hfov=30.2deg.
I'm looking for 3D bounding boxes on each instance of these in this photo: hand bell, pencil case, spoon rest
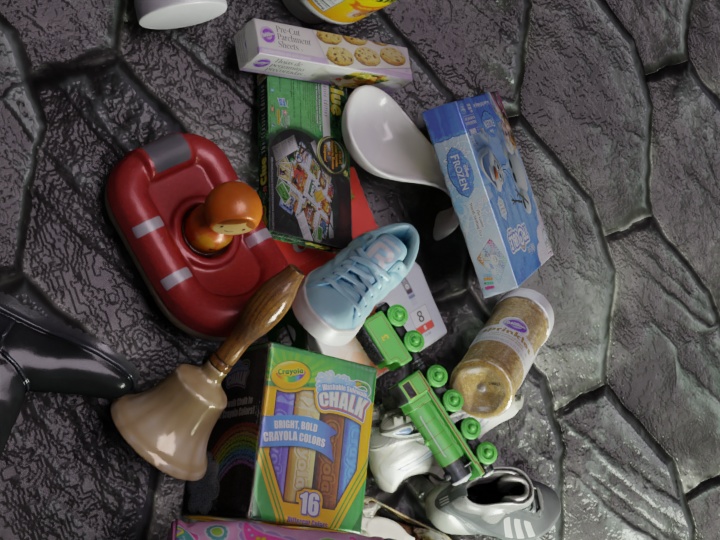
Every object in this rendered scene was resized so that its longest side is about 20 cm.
[{"bbox_3d":[-0.115,0.075,1.155,0.104,0.104,0.200,35,104,-27],"label":"hand bell"},{"bbox_3d":[-0.069,0.259,1.128,0.199,0.087,0.088,8,75,-7],"label":"pencil case"},{"bbox_3d":[0.050,-0.112,1.388,0.200,0.060,0.100,45,44,-34],"label":"spoon rest"}]

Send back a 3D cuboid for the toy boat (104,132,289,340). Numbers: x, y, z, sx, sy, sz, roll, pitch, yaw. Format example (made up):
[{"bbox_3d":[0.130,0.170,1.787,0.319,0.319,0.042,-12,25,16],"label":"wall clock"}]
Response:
[{"bbox_3d":[-0.132,-0.039,1.201,0.130,0.131,0.201,-30,90,-37],"label":"toy boat"}]

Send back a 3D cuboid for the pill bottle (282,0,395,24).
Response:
[{"bbox_3d":[0.002,-0.313,1.324,0.109,0.200,0.110,8,76,-35],"label":"pill bottle"}]

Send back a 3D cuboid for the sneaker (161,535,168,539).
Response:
[{"bbox_3d":[-0.104,0.316,1.204,0.199,0.112,0.078,28,53,8],"label":"sneaker"}]

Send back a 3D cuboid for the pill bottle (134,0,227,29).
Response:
[{"bbox_3d":[-0.184,-0.334,1.243,0.112,0.112,0.201,-10,87,-38],"label":"pill bottle"}]

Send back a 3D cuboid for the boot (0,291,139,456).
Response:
[{"bbox_3d":[-0.292,0.134,1.091,0.164,0.066,0.201,27,60,-12],"label":"boot"}]

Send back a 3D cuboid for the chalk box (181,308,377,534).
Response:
[{"bbox_3d":[-0.071,0.137,1.231,0.124,0.125,0.201,17,72,-33],"label":"chalk box"}]

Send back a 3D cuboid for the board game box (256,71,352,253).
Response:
[{"bbox_3d":[-0.056,-0.120,1.338,0.104,0.023,0.201,12,66,-34],"label":"board game box"}]

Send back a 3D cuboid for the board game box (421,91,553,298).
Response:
[{"bbox_3d":[0.141,-0.088,1.427,0.200,0.043,0.200,71,21,-5],"label":"board game box"}]

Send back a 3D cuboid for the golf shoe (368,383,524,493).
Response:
[{"bbox_3d":[0.086,0.172,1.390,0.199,0.078,0.098,-9,104,-32],"label":"golf shoe"}]

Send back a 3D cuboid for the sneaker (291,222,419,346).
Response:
[{"bbox_3d":[0.000,0.000,1.255,0.074,0.082,0.200,38,29,2],"label":"sneaker"}]

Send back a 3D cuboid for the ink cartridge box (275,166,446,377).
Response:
[{"bbox_3d":[-0.011,0.008,1.349,0.162,0.050,0.201,-28,102,-38],"label":"ink cartridge box"}]

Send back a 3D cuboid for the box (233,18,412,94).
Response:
[{"bbox_3d":[-0.034,-0.215,1.352,0.199,0.039,0.042,4,68,-39],"label":"box"}]

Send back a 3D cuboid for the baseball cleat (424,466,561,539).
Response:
[{"bbox_3d":[0.162,0.244,1.392,0.199,0.106,0.070,4,65,-42],"label":"baseball cleat"}]

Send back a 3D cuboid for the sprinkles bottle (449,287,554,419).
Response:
[{"bbox_3d":[0.151,0.084,1.396,0.068,0.068,0.200,62,27,-10],"label":"sprinkles bottle"}]

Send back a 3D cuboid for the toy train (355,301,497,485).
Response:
[{"bbox_3d":[0.063,0.123,1.307,0.056,0.042,0.200,-30,85,-28],"label":"toy train"}]

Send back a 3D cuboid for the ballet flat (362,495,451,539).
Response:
[{"bbox_3d":[0.044,0.275,1.329,0.200,0.071,0.071,31,64,-29],"label":"ballet flat"}]
